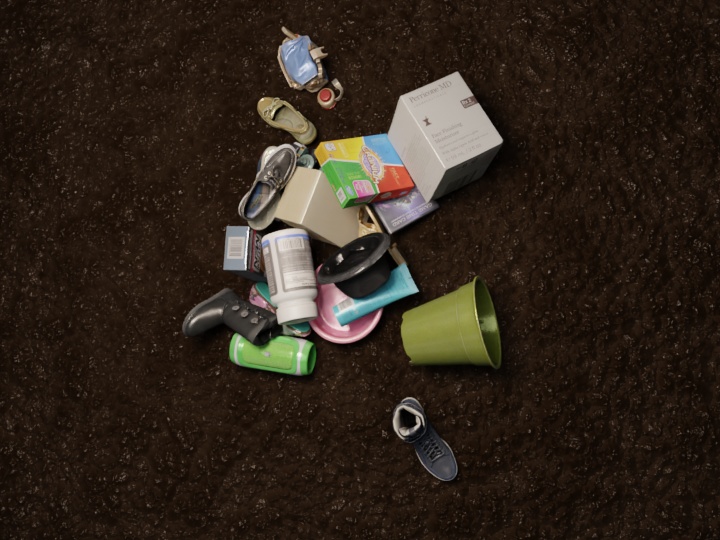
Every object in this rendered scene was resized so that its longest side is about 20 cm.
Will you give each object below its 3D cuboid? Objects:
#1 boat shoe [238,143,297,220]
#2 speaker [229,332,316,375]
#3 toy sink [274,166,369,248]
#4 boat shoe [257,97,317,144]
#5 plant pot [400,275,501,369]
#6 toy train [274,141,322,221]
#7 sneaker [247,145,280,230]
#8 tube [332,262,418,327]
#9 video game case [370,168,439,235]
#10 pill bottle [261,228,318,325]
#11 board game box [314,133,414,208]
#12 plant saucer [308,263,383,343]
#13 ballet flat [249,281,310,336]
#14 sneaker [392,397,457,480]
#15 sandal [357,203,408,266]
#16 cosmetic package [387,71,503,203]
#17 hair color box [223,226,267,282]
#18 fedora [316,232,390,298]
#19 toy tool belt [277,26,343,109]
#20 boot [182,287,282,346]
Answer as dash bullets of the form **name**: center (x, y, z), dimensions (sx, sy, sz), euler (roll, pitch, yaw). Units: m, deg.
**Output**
- **boat shoe**: center (-0.211, -0.197, 1.479), dimensions (0.070, 0.066, 0.201), euler (39, 97, -19)
- **speaker**: center (-0.209, 0.197, 1.555), dimensions (0.196, 0.088, 0.091), euler (7, 83, 13)
- **toy sink**: center (-0.088, -0.143, 1.555), dimensions (0.111, 0.199, 0.133), euler (17, 83, 43)
- **boat shoe**: center (-0.193, -0.390, 1.642), dimensions (0.200, 0.063, 0.073), euler (41, 89, 26)
- **plant pot**: center (0.194, 0.132, 1.437), dimensions (0.186, 0.199, 0.205), euler (-14, 78, 21)
- **toy train**: center (-0.177, -0.224, 1.618), dimensions (0.113, 0.085, 0.202), euler (31, 89, 24)
- **sneaker**: center (-0.223, -0.199, 1.557), dimensions (0.074, 0.085, 0.204), euler (16, 103, -16)
- **tube**: center (0.031, 0.061, 1.493), dimensions (0.197, 0.050, 0.078), euler (-28, 72, 3)
- **video game case**: center (0.080, -0.200, 1.562), dimensions (0.141, 0.019, 0.202), euler (-28, 77, -15)
- **pill bottle**: center (-0.158, 0.016, 1.494), dimensions (0.111, 0.114, 0.205), euler (-12, 81, 10)
- **board game box**: center (0.011, -0.232, 1.496), dimensions (0.197, 0.040, 0.155), euler (-16, 72, -36)
- **plant saucer**: center (-0.037, 0.072, 1.554), dimensions (0.196, 0.051, 0.205), euler (-2, 82, 12)
- **ballet flat**: center (-0.198, 0.110, 1.579), dimensions (0.199, 0.069, 0.072), euler (39, 122, 22)
- **sneaker**: center (0.139, 0.376, 1.421), dimensions (0.076, 0.146, 0.204), euler (-35, 77, 3)
- **sandal**: center (0.029, -0.082, 1.539), dimensions (0.069, 0.078, 0.214), euler (-34, 92, 12)
- **cosmetic package**: center (0.187, -0.300, 1.480), dimensions (0.163, 0.165, 0.202), euler (-26, 76, -17)
- **hair color box**: center (-0.253, -0.034, 1.539), dimensions (0.059, 0.200, 0.101), euler (1, 81, 14)
- **fedora**: center (0.000, 0.000, 1.465), dimensions (0.198, 0.201, 0.092), euler (-32, 111, 6)
- **toy tool belt**: center (-0.133, -0.506, 1.626), dimensions (0.124, 0.123, 0.202), euler (-32, 76, 6)
- **boot**: center (-0.303, 0.132, 1.538), dimensions (0.198, 0.066, 0.165), euler (27, 56, 32)
